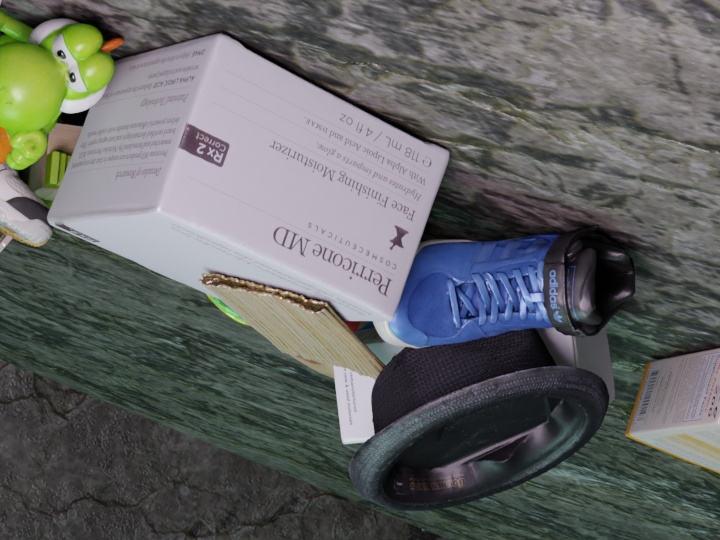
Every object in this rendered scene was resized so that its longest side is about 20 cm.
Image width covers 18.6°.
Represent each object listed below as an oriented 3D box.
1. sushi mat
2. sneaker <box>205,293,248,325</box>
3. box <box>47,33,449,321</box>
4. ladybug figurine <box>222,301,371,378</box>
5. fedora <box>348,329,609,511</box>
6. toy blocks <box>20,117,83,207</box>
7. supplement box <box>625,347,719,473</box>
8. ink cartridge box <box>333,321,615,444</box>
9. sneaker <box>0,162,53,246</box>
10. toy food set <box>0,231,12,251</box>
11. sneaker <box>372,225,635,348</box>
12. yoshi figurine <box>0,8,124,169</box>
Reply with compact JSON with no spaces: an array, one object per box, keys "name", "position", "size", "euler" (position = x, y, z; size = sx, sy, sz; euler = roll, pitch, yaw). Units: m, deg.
[{"name":"sushi mat","position":[-0.044,0.042,1.585],"size":[0.095,0.012,0.200],"euler":[15,168,18]},{"name":"sneaker","position":[-0.047,0.021,2.024],"size":[0.199,0.074,0.084],"euler":[18,150,-1]},{"name":"box","position":[-0.081,-0.058,1.539],"size":[0.198,0.131,0.200],"euler":[25,167,-27]},{"name":"ladybug figurine","position":[-0.064,0.013,1.837],"size":[0.200,0.072,0.136],"euler":[41,166,-24]},{"name":"fedora","position":[0.079,0.096,1.623],"size":[0.199,0.092,0.201],"euler":[-15,150,-9]},{"name":"toy blocks","position":[-0.200,-0.076,1.772],"size":[0.136,0.101,0.200],"euler":[7,173,-17]},{"name":"supplement box","position":[0.322,0.122,1.848],"size":[0.125,0.074,0.200],"euler":[22,168,-13]},{"name":"ink cartridge box","position":[0.093,0.080,1.756],"size":[0.199,0.085,0.144],"euler":[-4,-174,16]},{"name":"sneaker","position":[-0.295,-0.107,1.663],"size":[0.200,0.088,0.076],"euler":[43,166,-1]},{"name":"toy food set","position":[-0.354,-0.094,1.800],"size":[0.201,0.060,0.143],"euler":[56,163,-3]},{"name":"sneaker","position":[0.110,0.012,1.560],"size":[0.199,0.077,0.111],"euler":[-8,-174,-39]},{"name":"yoshi figurine","position":[-0.242,-0.130,1.541],"size":[0.112,0.112,0.200],"euler":[31,162,-20]}]
